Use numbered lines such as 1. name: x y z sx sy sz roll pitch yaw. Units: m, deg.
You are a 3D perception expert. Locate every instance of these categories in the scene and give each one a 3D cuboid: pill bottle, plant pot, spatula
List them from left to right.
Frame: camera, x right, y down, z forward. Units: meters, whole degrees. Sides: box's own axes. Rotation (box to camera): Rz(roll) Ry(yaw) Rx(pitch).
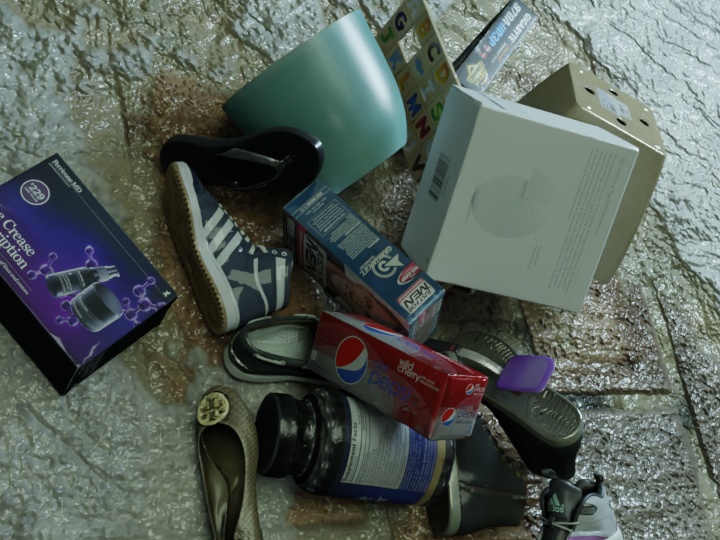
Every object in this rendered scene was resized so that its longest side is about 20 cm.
1. plant pot: -0.039 -0.182 1.337 0.200 0.200 0.162 -40 99 -37
2. pill bottle: -0.008 0.184 1.197 0.198 0.112 0.113 11 59 -22
3. spatula: 0.128 0.100 1.299 0.198 0.021 0.057 15 50 28
4. plant pot: 0.278 -0.140 1.446 0.198 0.178 0.201 27 32 -13

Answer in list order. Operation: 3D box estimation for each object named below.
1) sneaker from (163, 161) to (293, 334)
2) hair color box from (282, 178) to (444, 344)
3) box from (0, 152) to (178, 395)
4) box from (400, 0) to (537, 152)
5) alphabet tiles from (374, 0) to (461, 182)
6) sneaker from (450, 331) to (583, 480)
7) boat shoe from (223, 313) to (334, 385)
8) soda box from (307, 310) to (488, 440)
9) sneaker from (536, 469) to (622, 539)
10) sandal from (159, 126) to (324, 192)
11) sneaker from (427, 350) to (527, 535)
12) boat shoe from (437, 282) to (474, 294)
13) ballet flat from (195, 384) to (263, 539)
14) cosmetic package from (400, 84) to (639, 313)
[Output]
1. sneaker: -0.145 -0.034 1.268 0.107 0.070 0.202 -14 76 -30
2. hair color box: 0.000 0.000 1.272 0.200 0.100 0.060 41 67 19
3. box: -0.308 0.001 1.160 0.200 0.079 0.141 48 50 3
4. box: 0.137 -0.251 1.481 0.046 0.159 0.201 40 52 -6
5. alphabet tiles: 0.062 -0.223 1.421 0.007 0.167 0.202 -6 67 -36
6. sneaker: 0.176 0.163 1.332 0.074 0.107 0.200 -31 52 -20
7. boat shoe: -0.052 0.086 1.258 0.198 0.060 0.076 -6 62 -32
8. soda box: 0.034 0.104 1.163 0.063 0.199 0.071 9 101 -44
9. sneaker: 0.213 0.290 1.249 0.199 0.077 0.142 -26 109 -45
10. sandal: -0.134 -0.116 1.271 0.197 0.077 0.043 -2 34 18
11. sneaker: 0.127 0.193 1.276 0.105 0.075 0.203 2 83 -26
12. boat shoe: 0.118 0.000 1.396 0.199 0.074 0.070 -27 86 -31
13. ballet flat: -0.136 0.212 1.141 0.046 0.067 0.203 26 50 -58
14. cosmetic package: 0.177 -0.081 1.287 0.198 0.202 0.123 13 16 -17
